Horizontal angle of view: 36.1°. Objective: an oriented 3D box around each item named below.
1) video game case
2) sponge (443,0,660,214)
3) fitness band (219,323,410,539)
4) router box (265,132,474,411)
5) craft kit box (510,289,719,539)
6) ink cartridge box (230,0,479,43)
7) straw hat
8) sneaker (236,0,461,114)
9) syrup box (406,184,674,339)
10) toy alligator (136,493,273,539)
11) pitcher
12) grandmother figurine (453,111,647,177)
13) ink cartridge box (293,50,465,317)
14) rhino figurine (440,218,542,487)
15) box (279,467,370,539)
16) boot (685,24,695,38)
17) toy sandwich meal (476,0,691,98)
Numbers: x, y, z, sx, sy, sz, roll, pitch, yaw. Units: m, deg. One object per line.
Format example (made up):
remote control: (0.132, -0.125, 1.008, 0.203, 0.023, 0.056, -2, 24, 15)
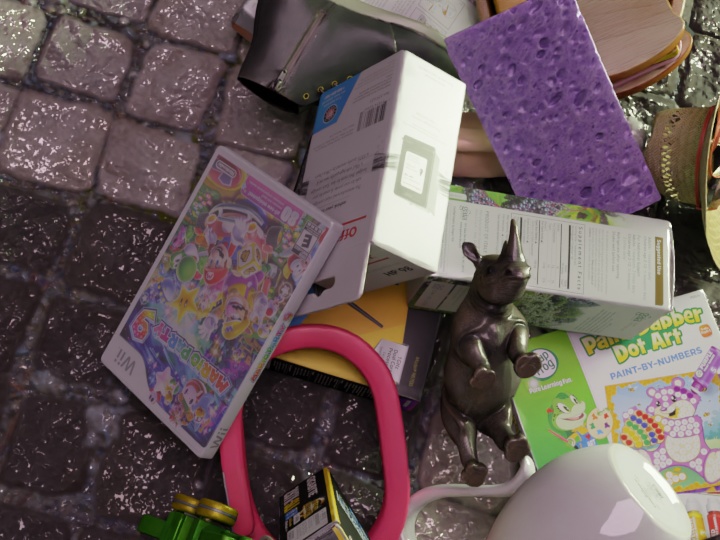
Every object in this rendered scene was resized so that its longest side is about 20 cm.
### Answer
video game case: (-0.111, 0.021, 0.848, 0.143, 0.018, 0.201, 34, 98, 36)
sponge: (0.161, -0.126, 0.926, 0.111, 0.030, 0.201, -24, 103, 12)
fitness band: (-0.036, 0.142, 0.856, 0.143, 0.037, 0.201, -7, 91, -5)
router box: (0.000, 0.000, 0.929, 0.148, 0.051, 0.201, 17, 70, -3)
craft kit box: (0.228, 0.135, 0.920, 0.199, 0.049, 0.199, -15, 71, -12)
ink cartridge box: (0.005, -0.229, 1.024, 0.200, 0.050, 0.163, 38, 70, -14)
straw hat: (0.289, -0.100, 0.964, 0.085, 0.201, 0.202, 9, 66, 31)
sneaker: (-0.004, -0.169, 0.952, 0.199, 0.075, 0.107, 20, 82, -11)
syrup box: (0.143, -0.005, 0.887, 0.199, 0.079, 0.082, 8, 70, -8)
toy alligator: (-0.098, 0.201, 0.795, 0.054, 0.199, 0.060, 31, 69, -31)
pitcher: (0.126, 0.200, 0.819, 0.200, 0.121, 0.172, -46, 65, 22)
grandmother figurine: (0.157, -0.110, 0.985, 0.199, 0.061, 0.122, -3, 85, -7)
ink cartridge box: (0.008, -0.053, 0.852, 0.066, 0.116, 0.201, 23, 67, -32)
rhino figurine: (0.094, 0.053, 0.807, 0.059, 0.201, 0.088, -1, 29, -10)
box: (0.011, 0.247, 0.763, 0.049, 0.160, 0.201, -31, 93, -4)
boot: (0.242, -0.284, 1.050, 0.165, 0.066, 0.200, -42, 78, -9)
toy sandwich meal: (0.194, -0.246, 0.969, 0.204, 0.070, 0.207, -1, 85, 9)
